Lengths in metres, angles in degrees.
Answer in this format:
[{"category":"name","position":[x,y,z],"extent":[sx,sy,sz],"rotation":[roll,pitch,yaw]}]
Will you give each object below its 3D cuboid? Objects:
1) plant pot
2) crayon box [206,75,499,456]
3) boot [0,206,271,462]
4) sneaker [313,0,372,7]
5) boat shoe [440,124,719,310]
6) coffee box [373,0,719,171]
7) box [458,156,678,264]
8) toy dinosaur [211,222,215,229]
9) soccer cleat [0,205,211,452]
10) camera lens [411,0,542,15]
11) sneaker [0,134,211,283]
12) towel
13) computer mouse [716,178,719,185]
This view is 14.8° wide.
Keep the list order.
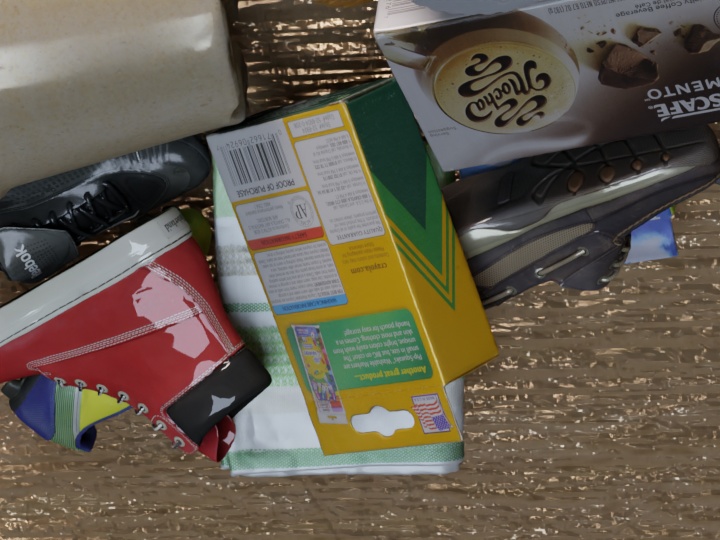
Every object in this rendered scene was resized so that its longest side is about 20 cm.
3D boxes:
[{"category":"plant pot","position":[-0.162,-0.135,1.557],"extent":[0.183,0.201,0.201],"rotation":[-8,117,2]},{"category":"crayon box","position":[0.000,0.000,1.564],"extent":[0.126,0.052,0.201],"rotation":[-10,102,49]},{"category":"boot","position":[-0.152,0.067,1.639],"extent":[0.200,0.072,0.145],"rotation":[-27,95,30]},{"category":"sneaker","position":[-0.035,-0.225,1.527],"extent":[0.075,0.088,0.200],"rotation":[-28,143,9]},{"category":"boat shoe","position":[0.120,-0.031,1.568],"extent":[0.200,0.075,0.073],"rotation":[-19,123,29]},{"category":"coffee box","position":[0.122,-0.133,1.477],"extent":[0.199,0.080,0.113],"rotation":[-9,137,19]},{"category":"box","position":[0.109,-0.097,1.595],"extent":[0.122,0.048,0.200],"rotation":[-8,117,15]},{"category":"toy dinosaur","position":[-0.021,0.006,1.670],"extent":[0.101,0.058,0.200],"rotation":[-38,106,25]},{"category":"soccer cleat","position":[-0.141,0.037,1.707],"extent":[0.084,0.065,0.200],"rotation":[37,122,-11]},{"category":"camera lens","position":[0.051,-0.250,1.422],"extent":[0.159,0.200,0.160],"rotation":[-6,135,-6]},{"category":"sneaker","position":[-0.181,-0.033,1.647],"extent":[0.199,0.091,0.067],"rotation":[-10,138,22]},{"category":"towel","position":[-0.013,0.022,1.644],"extent":[0.149,0.031,0.201],"rotation":[-1,100,1]},{"category":"computer mouse","position":[0.207,-0.127,1.564],"extent":[0.200,0.046,0.141],"rotation":[29,116,-19]}]
